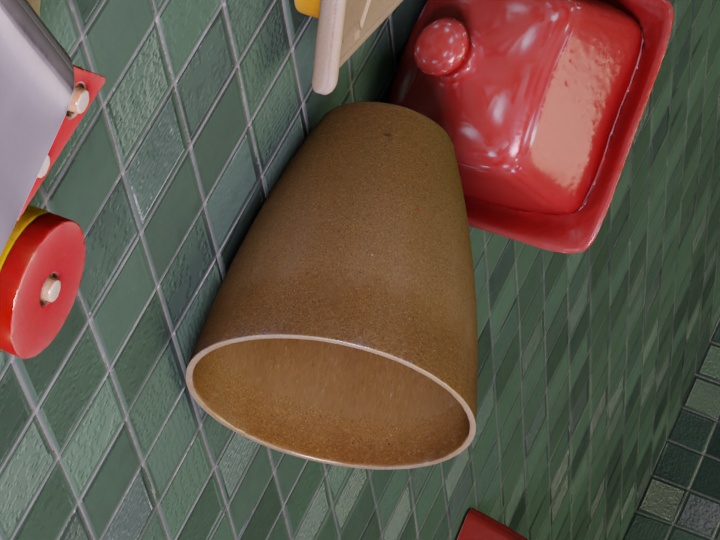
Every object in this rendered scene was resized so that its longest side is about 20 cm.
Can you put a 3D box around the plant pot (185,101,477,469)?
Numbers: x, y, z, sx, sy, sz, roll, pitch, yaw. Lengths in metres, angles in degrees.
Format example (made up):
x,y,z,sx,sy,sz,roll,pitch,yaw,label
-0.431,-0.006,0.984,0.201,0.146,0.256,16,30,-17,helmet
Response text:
x,y,z,sx,sy,sz,roll,pitch,yaw,label
0.000,0.000,1.520,0.187,0.185,0.201,80,20,-60,plant pot

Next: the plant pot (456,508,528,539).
x,y,z,sx,sy,sz,roll,pitch,yaw,label
0.173,0.389,2.489,0.200,0.175,0.201,54,57,-71,plant pot

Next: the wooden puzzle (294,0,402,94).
x,y,z,sx,sy,sz,roll,pitch,yaw,label
0.006,-0.234,1.468,0.200,0.046,0.186,-58,160,-50,wooden puzzle

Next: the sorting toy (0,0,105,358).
x,y,z,sx,sy,sz,roll,pitch,yaw,label
-0.183,-0.025,1.045,0.199,0.069,0.201,-47,151,-54,sorting toy

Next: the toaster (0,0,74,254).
x,y,z,sx,sy,sz,roll,pitch,yaw,label
-0.207,-0.050,0.752,0.119,0.180,0.201,53,59,-74,toaster

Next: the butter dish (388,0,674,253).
x,y,z,sx,sy,sz,roll,pitch,yaw,label
0.093,-0.137,1.678,0.148,0.199,0.201,24,86,-50,butter dish
